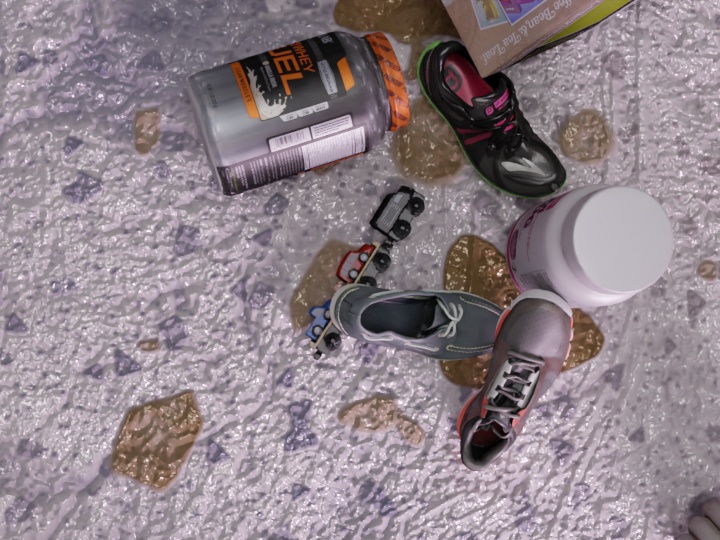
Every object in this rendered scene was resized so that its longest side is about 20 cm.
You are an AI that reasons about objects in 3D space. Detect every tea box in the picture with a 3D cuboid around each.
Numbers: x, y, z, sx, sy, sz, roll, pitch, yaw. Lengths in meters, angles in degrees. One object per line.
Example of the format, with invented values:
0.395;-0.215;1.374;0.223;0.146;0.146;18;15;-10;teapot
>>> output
0.205;-0.305;1.022;0.196;0.200;0.135;-29;91;-36;tea box

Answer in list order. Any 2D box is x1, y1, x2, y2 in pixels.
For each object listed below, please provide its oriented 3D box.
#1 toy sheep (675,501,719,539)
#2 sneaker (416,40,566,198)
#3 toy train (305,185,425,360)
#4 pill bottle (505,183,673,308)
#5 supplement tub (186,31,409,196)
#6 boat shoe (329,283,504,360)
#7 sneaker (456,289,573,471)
0.392;0.286;1.078;0.199;0.138;0.139;-28;91;0;toy sheep
0.132;-0.151;1.092;0.077;0.084;0.200;-45;93;-7;sneaker
0.000;0.000;1.092;0.046;0.034;0.201;32;83;-1;toy train
0.218;-0.022;1.037;0.112;0.200;0.115;0;87;-8;pill bottle
-0.060;-0.158;1.048;0.198;0.123;0.124;-19;90;-9;supplement tub
0.070;0.054;1.068;0.198;0.062;0.074;10;92;-21;boat shoe
0.150;0.115;1.039;0.076;0.082;0.202;20;117;3;sneaker
